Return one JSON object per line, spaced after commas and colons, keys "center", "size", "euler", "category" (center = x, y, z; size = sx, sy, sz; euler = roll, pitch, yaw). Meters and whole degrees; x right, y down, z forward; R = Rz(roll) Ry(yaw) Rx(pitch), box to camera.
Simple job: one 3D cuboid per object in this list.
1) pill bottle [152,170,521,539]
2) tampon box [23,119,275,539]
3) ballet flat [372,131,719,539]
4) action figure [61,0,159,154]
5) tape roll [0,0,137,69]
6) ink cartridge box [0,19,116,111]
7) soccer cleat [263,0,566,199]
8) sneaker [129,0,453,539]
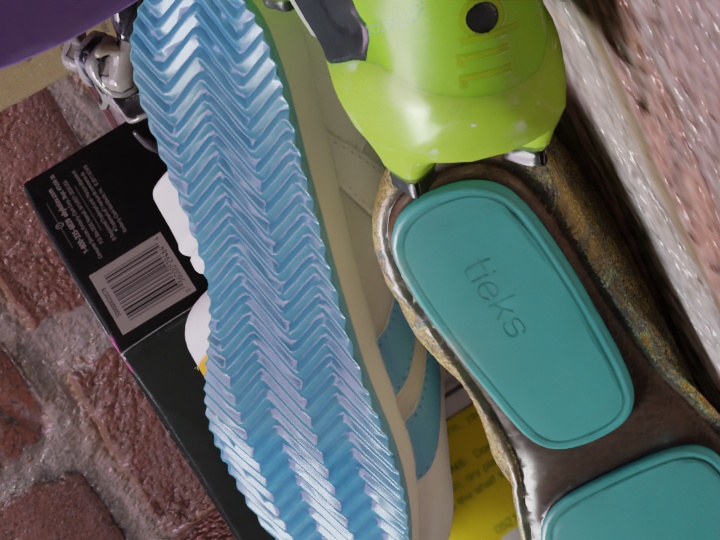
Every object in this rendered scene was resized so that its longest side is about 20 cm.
{"center": [0.019, 0.040, 0.905], "size": [0.200, 0.109, 0.109], "euler": [58, 175, 6], "category": "pill bottle"}
{"center": [-0.046, 0.031, 1.381], "size": [0.150, 0.126, 0.200], "euler": [54, 173, 48], "category": "tampon box"}
{"center": [0.064, 0.038, 0.775], "size": [0.200, 0.071, 0.071], "euler": [60, 175, -24], "category": "ballet flat"}
{"center": [-0.060, -0.088, 1.009], "size": [0.200, 0.102, 0.119], "euler": [29, -173, -40], "category": "action figure"}
{"center": [-0.096, -0.134, 0.474], "size": [0.200, 0.200, 0.085], "euler": [61, 175, -25], "category": "tape roll"}
{"center": [-0.147, -0.154, 1.047], "size": [0.075, 0.165, 0.200], "euler": [57, 175, 39], "category": "ink cartridge box"}
{"center": [-0.005, -0.092, 0.686], "size": [0.200, 0.067, 0.081], "euler": [-130, 27, -53], "category": "soccer cleat"}
{"center": [0.000, 0.000, 0.805], "size": [0.076, 0.081, 0.200], "euler": [15, 125, 39], "category": "sneaker"}
